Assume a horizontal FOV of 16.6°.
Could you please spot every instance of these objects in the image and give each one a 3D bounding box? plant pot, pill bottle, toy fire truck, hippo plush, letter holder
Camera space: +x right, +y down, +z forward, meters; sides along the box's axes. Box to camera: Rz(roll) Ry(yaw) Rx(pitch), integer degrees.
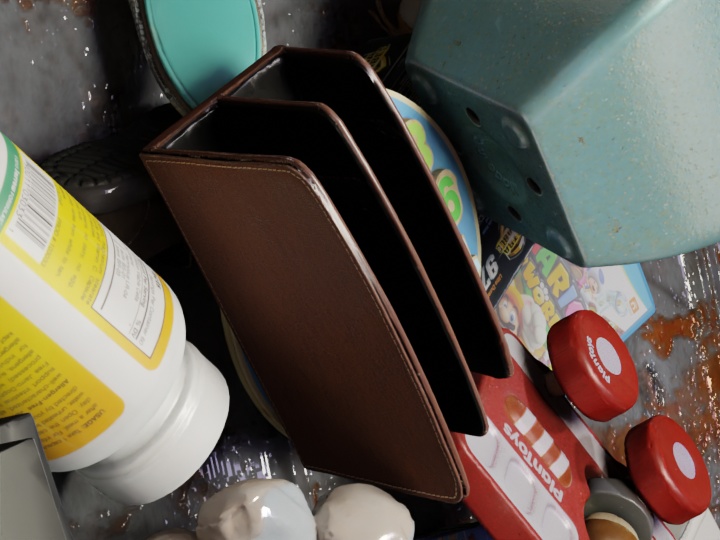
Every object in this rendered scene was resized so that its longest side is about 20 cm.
[{"bbox_3d":[0.144,-0.116,1.397,0.200,0.196,0.196,-40,129,-16],"label":"plant pot"},{"bbox_3d":[-0.154,0.024,1.163,0.200,0.112,0.113,44,49,-36],"label":"pill bottle"},{"bbox_3d":[0.117,0.133,1.441,0.200,0.112,0.168,53,29,-16],"label":"toy fire truck"},{"bbox_3d":[-0.040,0.216,1.197,0.161,0.159,0.201,-105,-167,-45],"label":"hippo plush"},{"bbox_3d":[0.006,0.001,1.221,0.101,0.142,0.200,-40,117,-27],"label":"letter holder"}]

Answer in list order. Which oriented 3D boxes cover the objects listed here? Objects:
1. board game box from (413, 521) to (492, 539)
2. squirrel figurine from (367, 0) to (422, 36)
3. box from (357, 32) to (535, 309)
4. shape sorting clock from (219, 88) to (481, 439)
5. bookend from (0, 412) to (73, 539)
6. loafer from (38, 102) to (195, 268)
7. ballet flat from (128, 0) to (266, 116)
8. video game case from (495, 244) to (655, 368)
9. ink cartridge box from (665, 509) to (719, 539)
[{"bbox_3d":[0.045,0.254,1.421,0.135,0.034,0.201,-6,85,-53],"label":"board game box"},{"bbox_3d":[0.079,-0.215,1.511,0.200,0.141,0.187,-24,106,-49],"label":"squirrel figurine"},{"bbox_3d":[0.014,-0.015,1.426,0.159,0.046,0.200,55,50,-28],"label":"box"},{"bbox_3d":[0.000,0.000,1.333,0.200,0.039,0.201,-9,102,-48],"label":"shape sorting clock"},{"bbox_3d":[-0.178,0.124,1.034,0.200,0.198,0.092,-23,97,-53],"label":"bookend"},{"bbox_3d":[-0.101,-0.040,1.296,0.200,0.073,0.072,-21,123,-51],"label":"loafer"},{"bbox_3d":[-0.099,-0.166,1.316,0.072,0.072,0.201,-10,81,-53],"label":"ballet flat"},{"bbox_3d":[0.120,0.004,1.598,0.200,0.018,0.144,-38,110,-50],"label":"video game case"},{"bbox_3d":[0.202,0.267,1.580,0.200,0.085,0.146,62,40,-25],"label":"ink cartridge box"}]
